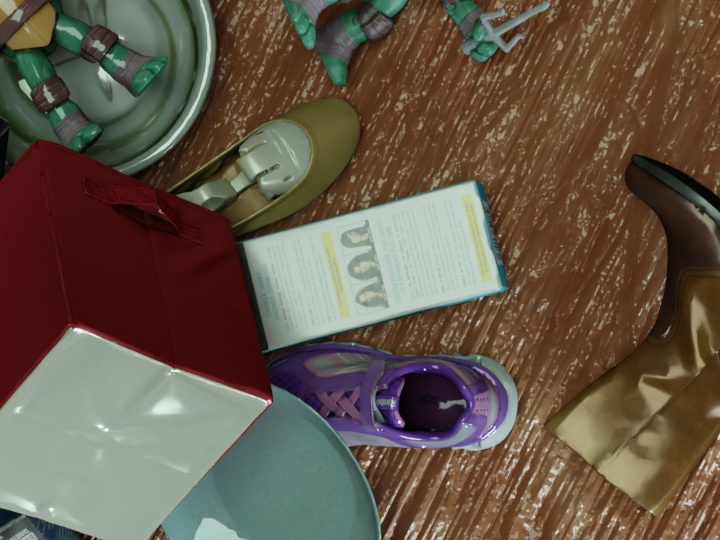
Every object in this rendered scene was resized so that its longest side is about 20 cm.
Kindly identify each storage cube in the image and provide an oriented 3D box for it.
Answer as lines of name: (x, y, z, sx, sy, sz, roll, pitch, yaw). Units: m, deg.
storage cube: (-0.187, 0.053, 1.629, 0.200, 0.170, 0.180, -46, 39, 27)

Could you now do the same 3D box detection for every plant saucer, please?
plant saucer: (-0.062, 0.157, 1.702, 0.200, 0.039, 0.202, 15, 121, 27)
plant saucer: (-0.199, -0.161, 1.754, 0.199, 0.050, 0.202, 0, 88, 9)

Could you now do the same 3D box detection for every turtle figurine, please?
turtle figurine: (0.049, -0.212, 1.683, 0.199, 0.150, 0.101, -28, 40, 10)
turtle figurine: (-0.241, -0.181, 1.687, 0.200, 0.101, 0.150, 43, 102, -5)

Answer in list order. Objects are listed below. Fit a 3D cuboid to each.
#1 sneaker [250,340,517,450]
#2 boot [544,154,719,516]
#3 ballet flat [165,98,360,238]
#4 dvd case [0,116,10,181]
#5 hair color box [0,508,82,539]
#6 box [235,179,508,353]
sneaker: (0.008, 0.092, 1.695, 0.199, 0.088, 0.081, -1, 91, 12)
boot: (0.205, 0.043, 1.688, 0.188, 0.068, 0.200, 43, 103, 0)
ballet flat: (-0.087, -0.058, 1.725, 0.200, 0.063, 0.069, -35, 78, 7)
dvd case: (-0.326, -0.068, 1.720, 0.150, 0.201, 0.025, 28, 49, 10)
hair color box: (-0.218, 0.256, 1.704, 0.100, 0.061, 0.200, -33, 112, 8)
box: (0.000, 0.000, 1.717, 0.199, 0.049, 0.083, -14, 86, 9)
